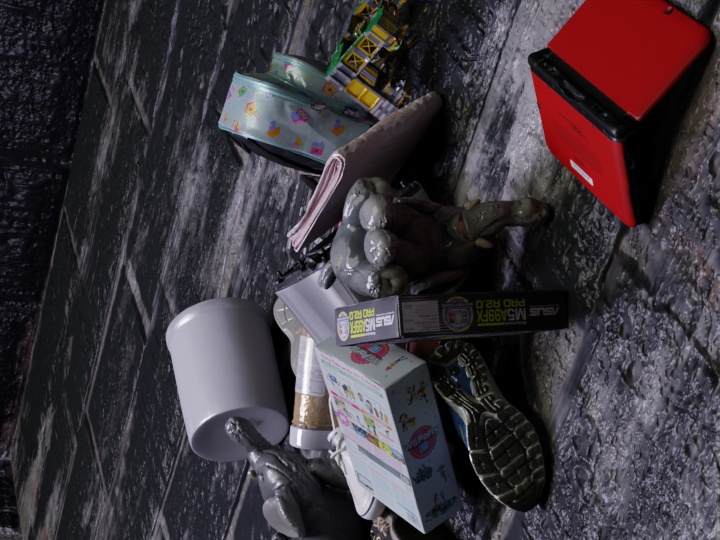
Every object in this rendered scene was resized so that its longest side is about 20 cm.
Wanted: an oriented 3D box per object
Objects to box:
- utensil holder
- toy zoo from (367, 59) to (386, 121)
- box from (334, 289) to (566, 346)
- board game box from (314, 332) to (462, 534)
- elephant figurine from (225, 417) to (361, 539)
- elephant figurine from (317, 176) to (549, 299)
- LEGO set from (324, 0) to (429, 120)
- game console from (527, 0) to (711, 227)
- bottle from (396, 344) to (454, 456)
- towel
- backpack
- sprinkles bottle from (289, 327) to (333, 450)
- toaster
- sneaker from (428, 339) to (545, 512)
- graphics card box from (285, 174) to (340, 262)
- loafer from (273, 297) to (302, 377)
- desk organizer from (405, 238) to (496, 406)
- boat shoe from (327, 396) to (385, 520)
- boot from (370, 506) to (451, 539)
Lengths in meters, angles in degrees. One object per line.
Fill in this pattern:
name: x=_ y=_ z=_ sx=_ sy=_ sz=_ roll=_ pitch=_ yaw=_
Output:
utensil holder: x=-0.206 y=0.173 z=2.228 sx=0.170 sy=0.169 sz=0.201 roll=121 pitch=144 yaw=-45
toy zoo: x=-0.016 y=-0.222 z=2.047 sx=0.200 sy=0.020 sz=0.133 roll=176 pitch=98 yaw=-66
box: x=0.093 y=0.051 z=1.519 sx=0.160 sy=0.198 sz=0.045 roll=165 pitch=102 yaw=-64
board game box: x=0.033 y=0.177 z=1.622 sx=0.147 sy=0.064 sz=0.201 roll=27 pitch=140 yaw=52
elephant figurine: x=-0.081 y=0.293 z=1.866 sx=0.142 sy=0.154 sz=0.201 roll=-86 pitch=-18 yaw=-44
elephant figurine: x=0.079 y=-0.028 z=1.562 sx=0.155 sy=0.198 sz=0.143 roll=35 pitch=122 yaw=54
LEGO set: x=0.044 y=-0.286 z=1.831 sx=0.154 sy=0.115 sz=0.201 roll=-48 pitch=18 yaw=25
game console: x=0.260 y=-0.170 z=1.410 sx=0.200 sy=0.118 sz=0.173 roll=-123 pitch=13 yaw=-55
bottle: x=0.050 y=0.153 z=1.746 sx=0.084 sy=0.065 sz=0.201 roll=-44 pitch=49 yaw=16
towel: x=0.003 y=-0.127 z=1.800 sx=0.032 sy=0.200 sz=0.191 roll=45 pitch=139 yaw=9
backpack: x=-0.086 y=-0.211 z=1.931 sx=0.176 sy=0.198 sz=0.155 roll=-145 pitch=67 yaw=-64
sprinkles bottle: x=-0.055 y=0.141 z=1.943 sx=0.068 sy=0.068 sz=0.202 roll=-173 pitch=88 yaw=-66
toaster: x=0.000 y=0.000 z=1.757 sx=0.119 sy=0.200 sz=0.181 roll=53 pitch=152 yaw=-5
sneaker: x=0.145 y=0.172 z=1.553 sx=0.201 sy=0.078 sz=0.089 roll=64 pitch=-176 yaw=28
graphics card box: x=-0.046 y=-0.049 z=2.047 sx=0.200 sy=0.050 sz=0.127 roll=-138 pitch=56 yaw=-60
loafer: x=-0.067 y=0.107 z=2.072 sx=0.072 sy=0.063 sz=0.201 roll=-40 pitch=43 yaw=12
desk organizer: x=0.104 y=0.057 z=1.659 sx=0.077 sy=0.071 sz=0.202 roll=5 pitch=90 yaw=64
boat shoe: x=-0.009 y=0.223 z=1.782 sx=0.071 sy=0.069 sz=0.201 roll=-54 pitch=27 yaw=35
boot: x=0.047 y=0.367 z=1.723 sx=0.200 sy=0.073 sz=0.152 roll=-141 pitch=60 yaw=-67
